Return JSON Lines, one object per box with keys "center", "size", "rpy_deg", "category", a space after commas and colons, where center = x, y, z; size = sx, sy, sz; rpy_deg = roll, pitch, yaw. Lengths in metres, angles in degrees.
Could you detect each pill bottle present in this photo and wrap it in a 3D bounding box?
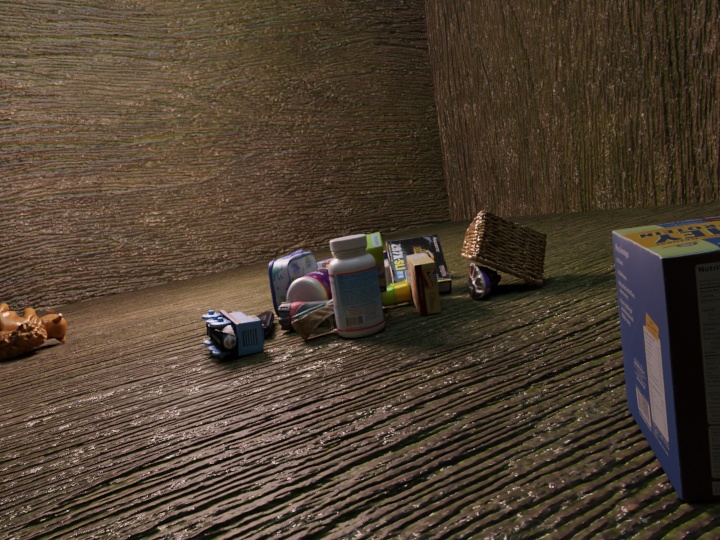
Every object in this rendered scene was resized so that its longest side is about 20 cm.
{"center": [-0.111, 0.060, 1.525], "size": [0.108, 0.117, 0.200], "rpy_deg": [-7, 7, 17], "category": "pill bottle"}
{"center": [-0.012, 0.032, 1.250], "size": [0.105, 0.208, 0.109], "rpy_deg": [-8, 7, 1], "category": "pill bottle"}

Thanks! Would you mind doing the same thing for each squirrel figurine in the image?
{"center": [-0.977, 0.189, 1.728], "size": [0.180, 0.147, 0.200], "rpy_deg": [-1, 18, -21], "category": "squirrel figurine"}

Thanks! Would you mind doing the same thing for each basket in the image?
{"center": [0.355, -0.030, 1.477], "size": [0.194, 0.153, 0.143], "rpy_deg": [19, -28, -6], "category": "basket"}

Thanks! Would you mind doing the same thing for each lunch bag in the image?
{"center": [-0.181, 0.034, 1.618], "size": [0.080, 0.167, 0.200], "rpy_deg": [-6, 9, 19], "category": "lunch bag"}

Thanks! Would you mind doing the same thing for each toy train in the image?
{"center": [-0.286, 0.137, 1.291], "size": [0.111, 0.090, 0.199], "rpy_deg": [-5, 7, -24], "category": "toy train"}

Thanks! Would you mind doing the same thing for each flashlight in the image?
{"center": [-0.097, 0.104, 1.389], "size": [0.192, 0.070, 0.068], "rpy_deg": [-3, 16, 8], "category": "flashlight"}

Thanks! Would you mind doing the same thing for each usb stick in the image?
{"center": [-0.243, 0.135, 1.447], "size": [0.054, 0.034, 0.200], "rpy_deg": [-18, 8, -3], "category": "usb stick"}

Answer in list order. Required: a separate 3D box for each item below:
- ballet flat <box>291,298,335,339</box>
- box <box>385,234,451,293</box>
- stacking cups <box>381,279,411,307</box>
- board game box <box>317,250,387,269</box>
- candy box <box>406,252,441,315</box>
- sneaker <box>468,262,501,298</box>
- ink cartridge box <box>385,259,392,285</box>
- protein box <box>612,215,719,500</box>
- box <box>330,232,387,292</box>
{"center": [-0.065, 0.097, 1.318], "size": [0.196, 0.067, 0.070], "rpy_deg": [-26, 2, -25], "category": "ballet flat"}
{"center": [0.156, -0.013, 1.600], "size": [0.154, 0.051, 0.203], "rpy_deg": [-8, 40, 1], "category": "box"}
{"center": [0.029, 0.070, 1.465], "size": [0.193, 0.063, 0.060], "rpy_deg": [-10, 7, -10], "category": "stacking cups"}
{"center": [-0.016, 0.002, 1.904], "size": [0.196, 0.101, 0.157], "rpy_deg": [-3, 9, 42], "category": "board game box"}
{"center": [0.151, 0.028, 1.407], "size": [0.053, 0.120, 0.200], "rpy_deg": [-8, 7, 0], "category": "candy box"}
{"center": [0.313, 0.018, 1.454], "size": [0.080, 0.084, 0.200], "rpy_deg": [4, 12, 9], "category": "sneaker"}
{"center": [0.023, 0.027, 1.711], "size": [0.193, 0.087, 0.145], "rpy_deg": [-10, 8, -12], "category": "ink cartridge box"}
{"center": [0.330, 0.065, 0.542], "size": [0.130, 0.208, 0.198], "rpy_deg": [-7, 7, 14], "category": "protein box"}
{"center": [0.000, 0.000, 1.383], "size": [0.117, 0.049, 0.203], "rpy_deg": [-11, -37, -1], "category": "box"}
